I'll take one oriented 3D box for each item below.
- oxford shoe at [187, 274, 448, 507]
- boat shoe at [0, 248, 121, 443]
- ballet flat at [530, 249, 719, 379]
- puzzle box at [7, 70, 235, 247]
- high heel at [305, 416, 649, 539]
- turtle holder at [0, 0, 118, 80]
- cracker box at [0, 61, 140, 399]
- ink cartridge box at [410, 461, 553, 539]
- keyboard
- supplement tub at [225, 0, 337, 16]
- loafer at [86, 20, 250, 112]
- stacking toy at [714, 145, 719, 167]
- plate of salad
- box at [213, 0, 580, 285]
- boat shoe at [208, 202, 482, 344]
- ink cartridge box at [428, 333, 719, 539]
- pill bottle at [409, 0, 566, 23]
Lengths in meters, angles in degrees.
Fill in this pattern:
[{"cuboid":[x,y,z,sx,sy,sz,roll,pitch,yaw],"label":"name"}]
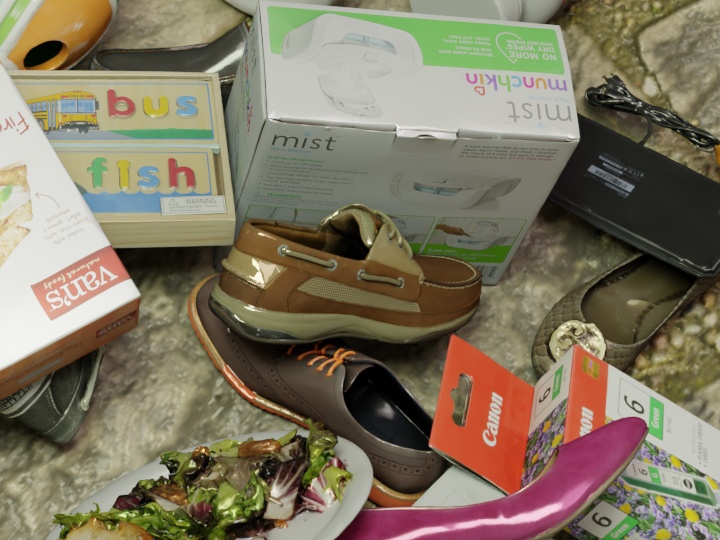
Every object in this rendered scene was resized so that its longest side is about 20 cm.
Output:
[{"cuboid":[-0.022,0.060,1.134,0.200,0.073,0.071,38,56,9],"label":"oxford shoe"},{"cuboid":[-0.180,0.019,1.127,0.064,0.070,0.201,40,40,-29],"label":"boat shoe"},{"cuboid":[0.192,0.016,1.238,0.199,0.046,0.067,-32,73,-30],"label":"ballet flat"},{"cuboid":[-0.180,-0.071,1.127,0.198,0.026,0.134,-1,49,-11],"label":"puzzle box"},{"cuboid":[0.066,0.123,1.033,0.200,0.067,0.096,-38,81,-4],"label":"high heel"},{"cuboid":[-0.249,-0.199,1.196,0.185,0.141,0.132,26,72,-9],"label":"turtle holder"},{"cuboid":[-0.230,-0.028,1.033,0.133,0.058,0.201,-29,77,-19],"label":"cracker box"},{"cuboid":[0.029,0.213,1.061,0.104,0.059,0.200,42,58,12],"label":"ink cartridge box"},{"cuboid":[0.188,-0.075,1.282,0.199,0.021,0.127,30,60,23],"label":"keyboard"},{"cuboid":[-0.031,-0.290,1.309,0.144,0.145,0.200,32,56,5],"label":"supplement tub"},{"cuboid":[-0.086,-0.137,1.232,0.199,0.073,0.073,1,36,-19],"label":"loafer"},{"cuboid":[0.341,-0.043,1.296,0.199,0.110,0.116,27,39,15],"label":"stacking toy"},{"cuboid":[-0.091,0.130,1.019,0.199,0.200,0.048,-28,111,-28],"label":"plate of salad"},{"cuboid":[0.016,-0.075,1.169,0.198,0.177,0.097,3,58,-13],"label":"box"},{"cuboid":[0.000,0.000,1.121,0.199,0.074,0.075,-3,24,-43],"label":"boat shoe"},{"cuboid":[0.142,0.109,1.123,0.199,0.050,0.109,31,38,-13],"label":"ink cartridge box"},{"cuboid":[0.122,-0.245,1.347,0.108,0.109,0.200,36,57,8],"label":"pill bottle"}]
